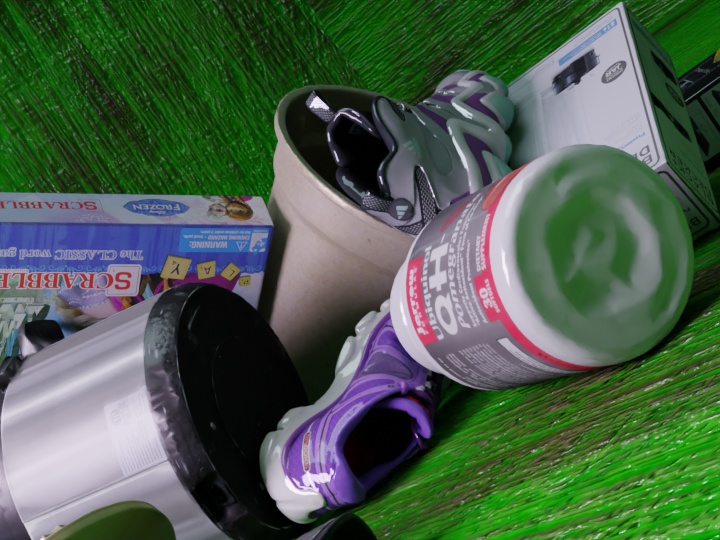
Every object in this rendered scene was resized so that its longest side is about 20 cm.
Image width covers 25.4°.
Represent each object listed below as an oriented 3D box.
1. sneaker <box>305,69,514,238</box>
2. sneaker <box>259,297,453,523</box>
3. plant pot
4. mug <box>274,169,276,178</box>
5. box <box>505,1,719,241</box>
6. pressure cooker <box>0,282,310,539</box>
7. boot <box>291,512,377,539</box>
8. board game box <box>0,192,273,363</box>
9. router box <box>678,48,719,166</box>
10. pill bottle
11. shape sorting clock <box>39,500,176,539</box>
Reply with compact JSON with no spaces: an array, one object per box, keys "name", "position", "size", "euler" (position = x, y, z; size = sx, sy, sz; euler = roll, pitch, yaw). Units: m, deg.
[{"name":"sneaker","position":[0.028,-0.092,1.041],"size":[0.201,0.138,0.078],"euler":[-96,29,-58]},{"name":"sneaker","position":[0.024,0.083,0.973],"size":[0.083,0.081,0.200],"euler":[-11,28,42]},{"name":"plant pot","position":[0.000,0.000,1.142],"size":[0.185,0.199,0.200],"euler":[-64,-10,28]},{"name":"mug","position":[0.011,-0.018,1.373],"size":[0.114,0.183,0.154],"euler":[162,119,-70]},{"name":"box","position":[0.155,-0.076,1.034],"size":[0.116,0.060,0.201],"euler":[-34,30,24]},{"name":"pressure cooker","position":[-0.146,0.116,1.004],"size":[0.198,0.179,0.177],"euler":[-25,39,21]},{"name":"boot","position":[-0.076,0.174,0.696],"size":[0.131,0.070,0.200],"euler":[-28,13,35]},{"name":"board game box","position":[-0.172,0.043,1.090],"size":[0.197,0.201,0.041],"euler":[-1,34,-20]},{"name":"router box","position":[0.305,-0.151,1.233],"size":[0.157,0.052,0.200],"euler":[-36,4,10]},{"name":"pill bottle","position":[0.087,0.007,0.871],"size":[0.110,0.111,0.200],"euler":[-38,4,-21]},{"name":"shape sorting clock","position":[-0.161,0.195,0.769],"size":[0.200,0.039,0.201],"euler":[-49,-19,-23]}]
